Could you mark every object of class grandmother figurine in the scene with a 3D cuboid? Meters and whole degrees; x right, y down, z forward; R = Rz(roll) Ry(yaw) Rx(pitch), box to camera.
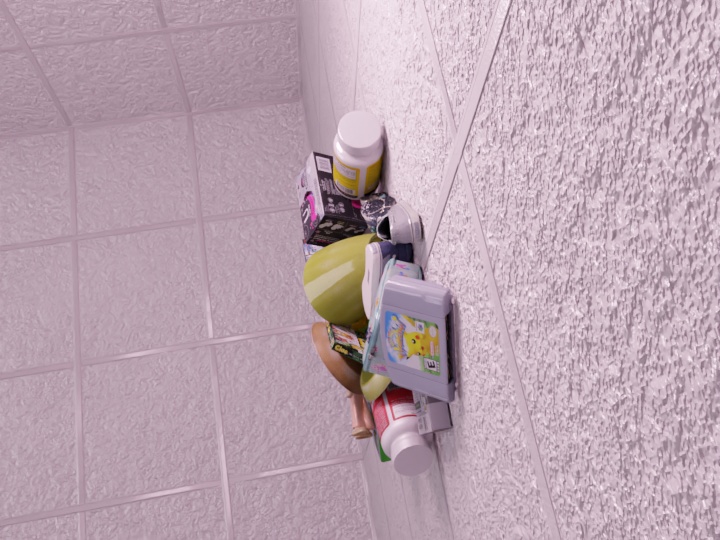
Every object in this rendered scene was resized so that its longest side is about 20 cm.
[{"bbox_3d":[-0.007,0.305,1.780,0.122,0.059,0.204,77,-177,-64],"label":"grandmother figurine"}]

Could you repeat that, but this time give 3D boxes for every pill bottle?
[{"bbox_3d":[0.088,0.320,1.512,0.201,0.110,0.114,-107,11,-55],"label":"pill bottle"},{"bbox_3d":[-0.005,-0.256,1.623,0.201,0.112,0.117,97,164,-65],"label":"pill bottle"}]

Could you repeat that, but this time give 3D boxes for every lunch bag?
[{"bbox_3d":[0.055,0.093,1.358,0.162,0.075,0.202,107,180,-46],"label":"lunch bag"}]

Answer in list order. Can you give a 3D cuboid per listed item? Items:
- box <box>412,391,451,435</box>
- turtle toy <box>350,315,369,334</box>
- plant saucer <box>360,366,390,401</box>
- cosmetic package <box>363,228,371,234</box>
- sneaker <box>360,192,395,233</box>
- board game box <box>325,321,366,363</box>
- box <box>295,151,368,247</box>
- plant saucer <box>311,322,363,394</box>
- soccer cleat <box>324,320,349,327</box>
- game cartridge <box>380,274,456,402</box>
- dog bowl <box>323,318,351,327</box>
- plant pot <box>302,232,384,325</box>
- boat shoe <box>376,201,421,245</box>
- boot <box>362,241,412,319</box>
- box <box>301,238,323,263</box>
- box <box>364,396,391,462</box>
[{"bbox_3d":[0.122,0.204,1.376,0.156,0.040,0.205,106,155,-74],"label":"box"},{"bbox_3d":[0.027,0.103,1.819,0.201,0.099,0.149,97,178,-61],"label":"turtle toy"},{"bbox_3d":[0.049,0.181,1.554,0.202,0.031,0.201,-60,10,18],"label":"plant saucer"},{"bbox_3d":[0.009,-0.105,1.824,0.102,0.070,0.203,107,156,-54],"label":"cosmetic package"},{"bbox_3d":[0.046,-0.115,1.592,0.200,0.076,0.088,-91,-15,-75],"label":"sneaker"},{"bbox_3d":[-0.022,0.158,1.587,0.024,0.103,0.200,-62,10,6],"label":"board game box"},{"bbox_3d":[-0.072,-0.164,1.750,0.115,0.130,0.203,-53,39,43],"label":"box"},{"bbox_3d":[-0.038,0.195,1.704,0.200,0.035,0.201,47,-163,-18],"label":"plant saucer"},{"bbox_3d":[-0.056,0.109,1.788,0.086,0.067,0.203,-68,-9,-56],"label":"soccer cleat"},{"bbox_3d":[0.093,0.112,1.197,0.132,0.040,0.204,14,120,39],"label":"game cartridge"},{"bbox_3d":[-0.020,0.108,1.949,0.199,0.077,0.205,12,-103,-61],"label":"dog bowl"},{"bbox_3d":[0.000,0.000,1.610,0.199,0.184,0.191,-33,61,48],"label":"plant pot"},{"bbox_3d":[0.064,-0.089,1.386,0.201,0.070,0.072,-129,31,-78],"label":"boat shoe"},{"bbox_3d":[0.056,0.022,1.482,0.202,0.088,0.074,96,160,-48],"label":"boot"},{"bbox_3d":[-0.052,-0.054,1.915,0.137,0.195,0.041,-110,14,-64],"label":"box"},{"bbox_3d":[0.067,0.334,1.800,0.177,0.094,0.205,-116,19,-72],"label":"box"}]
